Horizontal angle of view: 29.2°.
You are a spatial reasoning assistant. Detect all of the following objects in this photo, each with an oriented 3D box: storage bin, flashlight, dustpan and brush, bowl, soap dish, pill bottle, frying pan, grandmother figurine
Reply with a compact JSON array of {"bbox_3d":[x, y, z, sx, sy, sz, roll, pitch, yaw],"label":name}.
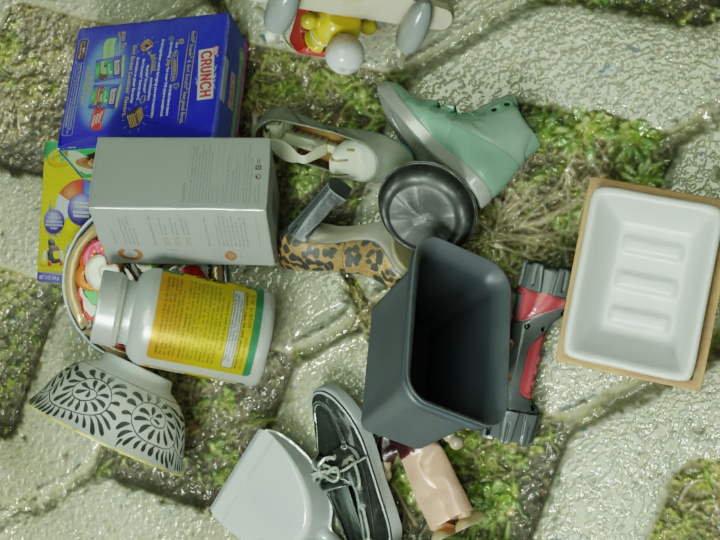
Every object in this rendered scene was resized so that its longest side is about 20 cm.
[{"bbox_3d":[0.079,0.092,1.483,0.134,0.144,0.202,-40,36,49],"label":"storage bin"},{"bbox_3d":[0.189,0.091,1.517,0.067,0.068,0.202,14,96,33],"label":"flashlight"},{"bbox_3d":[-0.065,0.292,1.600,0.200,0.057,0.140,41,111,21],"label":"dustpan and brush"},{"bbox_3d":[-0.276,0.155,1.601,0.199,0.201,0.095,24,82,17],"label":"bowl"},{"bbox_3d":[0.305,0.014,1.471,0.156,0.081,0.202,11,91,18],"label":"soap dish"},{"bbox_3d":[-0.204,0.060,1.578,0.198,0.113,0.114,11,91,-10],"label":"pill bottle"},{"bbox_3d":[0.075,-0.032,1.525,0.114,0.031,0.192,3,120,19],"label":"frying pan"},{"bbox_3d":[0.065,0.203,1.555,0.121,0.060,0.202,-28,77,21],"label":"grandmother figurine"}]

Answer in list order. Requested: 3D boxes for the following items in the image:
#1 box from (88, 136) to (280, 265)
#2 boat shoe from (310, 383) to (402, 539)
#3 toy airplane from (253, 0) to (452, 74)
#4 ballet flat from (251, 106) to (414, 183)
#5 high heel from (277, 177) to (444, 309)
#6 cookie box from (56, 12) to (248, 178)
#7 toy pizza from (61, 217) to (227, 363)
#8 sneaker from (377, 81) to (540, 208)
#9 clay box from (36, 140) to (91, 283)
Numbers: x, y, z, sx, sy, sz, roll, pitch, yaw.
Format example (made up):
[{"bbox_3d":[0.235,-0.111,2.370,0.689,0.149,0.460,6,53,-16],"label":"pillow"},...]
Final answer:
[{"bbox_3d":[-0.196,-0.078,1.568,0.198,0.125,0.098,1,61,2],"label":"box"},{"bbox_3d":[-0.021,0.229,1.565,0.073,0.068,0.201,-22,86,49],"label":"boat shoe"},{"bbox_3d":[-0.011,-0.289,1.523,0.198,0.199,0.143,-7,76,16],"label":"toy airplane"},{"bbox_3d":[-0.036,-0.134,1.591,0.198,0.064,0.068,19,129,20],"label":"ballet flat"},{"bbox_3d":[0.000,0.000,1.596,0.200,0.071,0.143,43,130,-2],"label":"high heel"},{"bbox_3d":[-0.242,-0.204,1.630,0.198,0.075,0.173,-2,65,17],"label":"cookie box"},{"bbox_3d":[-0.258,0.013,1.645,0.198,0.032,0.203,0,90,-2],"label":"toy pizza"},{"bbox_3d":[0.113,-0.168,1.554,0.118,0.074,0.200,-40,62,-10],"label":"sneaker"},{"bbox_3d":[-0.333,-0.083,1.696,0.114,0.048,0.202,2,90,16],"label":"clay box"}]
